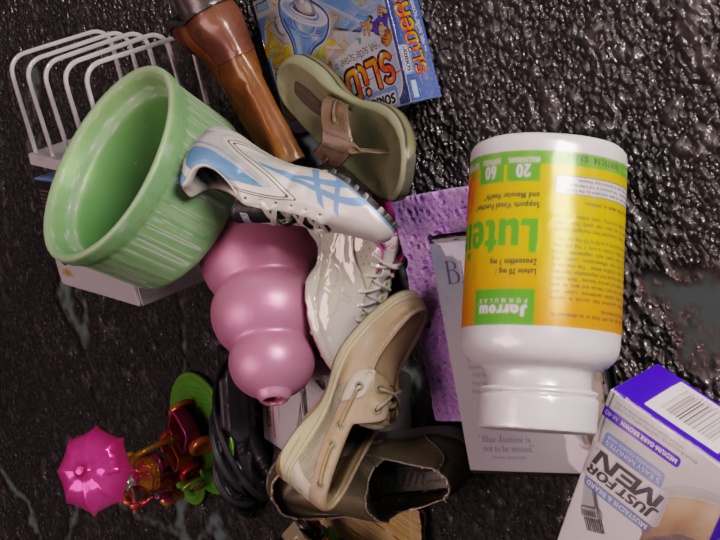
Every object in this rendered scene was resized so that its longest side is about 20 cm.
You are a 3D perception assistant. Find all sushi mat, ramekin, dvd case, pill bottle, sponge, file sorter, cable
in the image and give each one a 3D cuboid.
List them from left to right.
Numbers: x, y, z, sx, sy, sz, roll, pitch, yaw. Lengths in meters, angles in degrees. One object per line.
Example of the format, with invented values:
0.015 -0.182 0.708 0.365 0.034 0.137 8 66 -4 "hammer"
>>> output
-0.265 -0.181 1.444 0.200 0.139 0.125 15 124 52 "file sorter"
-0.199 -0.080 1.268 0.200 0.098 0.200 -31 44 36 "ramekin"
-0.121 0.154 1.397 0.163 0.051 0.200 -67 -29 -84 "cable"
0.003 0.242 1.353 0.200 0.012 0.096 24 122 49 "sushi mat"
0.087 0.030 1.138 0.112 0.030 0.200 -4 99 55 "sponge"
0.131 0.064 1.064 0.143 0.018 0.200 -5 99 39 "dvd case"
0.128 0.012 0.950 0.111 0.111 0.200 -8 76 56 "pill bottle"

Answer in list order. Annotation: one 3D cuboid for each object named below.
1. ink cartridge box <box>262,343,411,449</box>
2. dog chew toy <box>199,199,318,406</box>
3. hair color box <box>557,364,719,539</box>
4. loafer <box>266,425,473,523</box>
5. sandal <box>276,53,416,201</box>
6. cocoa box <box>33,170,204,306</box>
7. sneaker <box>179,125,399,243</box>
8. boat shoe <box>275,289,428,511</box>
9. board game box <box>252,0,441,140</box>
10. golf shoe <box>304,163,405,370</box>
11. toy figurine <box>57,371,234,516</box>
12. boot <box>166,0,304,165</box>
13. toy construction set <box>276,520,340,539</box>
-0.038 0.127 1.319 0.200 0.067 0.116 24 123 48 "ink cartridge box"
-0.085 0.028 1.257 0.125 0.124 0.200 133 138 -51 "dog chew toy"
0.210 0.182 0.977 0.109 0.065 0.200 36 130 33 "hair color box"
0.003 0.182 1.195 0.200 0.070 0.075 -15 106 20 "loafer"
-0.021 -0.116 1.147 0.201 0.057 0.080 39 133 40 "sandal"
-0.244 -0.054 1.474 0.200 0.133 0.131 11 118 54 "cocoa box"
-0.061 -0.059 1.150 0.200 0.073 0.072 22 168 19 "sneaker"
0.006 0.110 1.150 0.065 0.072 0.200 37 98 31 "boat shoe"
-0.016 -0.196 1.190 0.200 0.034 0.135 -10 96 56 "board game box"
0.000 0.000 1.202 0.092 0.075 0.200 -2 93 45 "golf shoe"
-0.263 0.228 1.576 0.150 0.184 0.200 56 142 26 "toy figurine"
-0.105 -0.170 1.287 0.200 0.068 0.188 61 166 2 "boot"
-0.023 0.316 1.356 0.131 0.092 0.200 44 162 -22 "toy construction set"
